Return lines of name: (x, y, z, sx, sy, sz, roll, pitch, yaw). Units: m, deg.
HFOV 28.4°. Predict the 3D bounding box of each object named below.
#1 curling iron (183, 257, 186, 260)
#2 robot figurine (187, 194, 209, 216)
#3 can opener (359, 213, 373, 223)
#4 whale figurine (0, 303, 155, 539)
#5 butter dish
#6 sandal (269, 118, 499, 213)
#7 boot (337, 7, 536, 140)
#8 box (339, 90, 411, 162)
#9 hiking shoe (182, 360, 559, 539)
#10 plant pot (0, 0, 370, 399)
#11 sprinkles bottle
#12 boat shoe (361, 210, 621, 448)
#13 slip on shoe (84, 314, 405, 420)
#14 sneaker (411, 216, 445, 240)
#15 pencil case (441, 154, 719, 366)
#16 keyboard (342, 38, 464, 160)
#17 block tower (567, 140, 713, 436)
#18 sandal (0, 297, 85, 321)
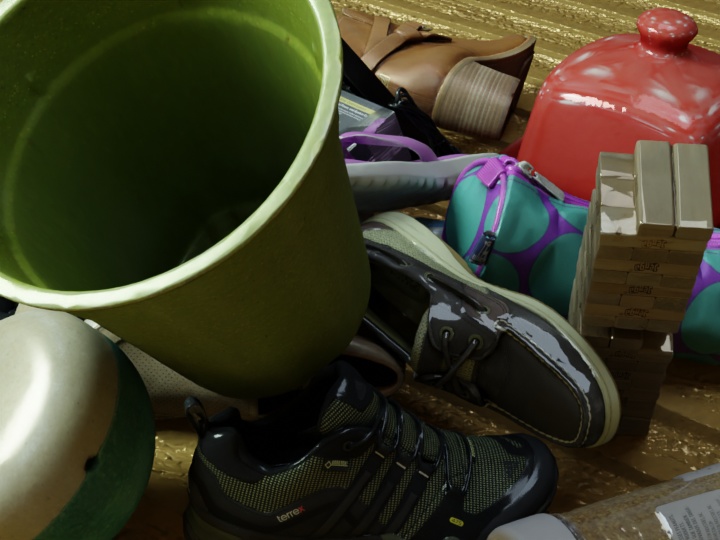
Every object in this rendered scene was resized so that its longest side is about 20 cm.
curling iron: (-0.136, -0.004, 0.809, 0.198, 0.026, 0.050, 7, 24, -13)
robot figurine: (-0.144, -0.097, 0.866, 0.143, 0.118, 0.200, -19, 31, -26)
can opener: (-0.023, -0.071, 1.007, 0.053, 0.067, 0.201, -24, 26, 14)
whale figurine: (-0.184, 0.087, 0.736, 0.199, 0.104, 0.160, 5, 62, 45)
butter dish: (0.211, -0.116, 1.030, 0.199, 0.149, 0.199, 23, 38, 29)
sandal: (0.012, -0.066, 0.876, 0.082, 0.050, 0.202, -18, -8, 37)
boot: (0.053, -0.163, 1.125, 0.154, 0.077, 0.200, 20, 29, 6)
box: (-0.089, -0.074, 0.971, 0.161, 0.049, 0.199, -43, 44, -20)
hiking shoe: (0.009, 0.097, 0.718, 0.198, 0.102, 0.076, -5, 34, -12)
plant pot: (-0.076, -0.031, 0.696, 0.198, 0.190, 0.202, -8, 61, 15)
sprinkles bottle: (0.160, 0.135, 0.701, 0.198, 0.069, 0.068, -11, 34, -22)
boat shoe: (0.051, 0.038, 0.776, 0.066, 0.072, 0.200, -20, 46, -37)
slip on shoe: (-0.070, 0.056, 0.808, 0.198, 0.077, 0.061, 1, 24, -17)
sneaker: (0.000, 0.000, 0.896, 0.198, 0.072, 0.073, -5, 46, -24)
pencil case: (0.151, -0.004, 0.857, 0.198, 0.093, 0.085, 15, 32, -13)
keyboard: (0.010, -0.118, 0.985, 0.127, 0.200, 0.021, 35, 87, 38)
block tower: (0.142, 0.015, 0.761, 0.053, 0.201, 0.058, 5, 54, 4)
sandal: (-0.203, 0.034, 0.857, 0.198, 0.043, 0.076, -3, 33, -10)
